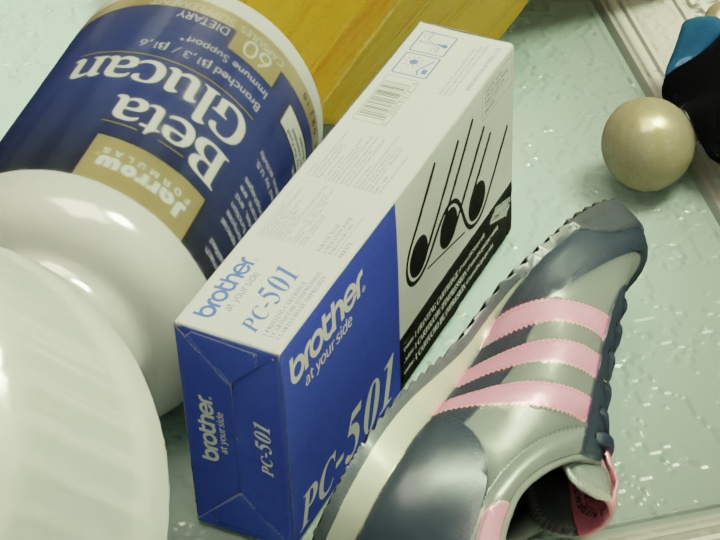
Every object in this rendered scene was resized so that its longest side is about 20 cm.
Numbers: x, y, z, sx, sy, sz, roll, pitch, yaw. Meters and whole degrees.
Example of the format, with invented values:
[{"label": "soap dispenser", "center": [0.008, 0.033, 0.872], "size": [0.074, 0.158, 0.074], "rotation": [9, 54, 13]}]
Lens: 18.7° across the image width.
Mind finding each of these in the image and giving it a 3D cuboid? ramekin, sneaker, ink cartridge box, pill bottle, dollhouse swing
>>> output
[{"label": "ramekin", "center": [-0.167, 0.070, 0.665], "size": [0.199, 0.098, 0.202], "rotation": [-5, 71, 15]}, {"label": "sneaker", "center": [0.066, 0.054, 0.780], "size": [0.082, 0.070, 0.200], "rotation": [33, 52, 13]}, {"label": "ink cartridge box", "center": [0.000, 0.000, 0.815], "size": [0.044, 0.094, 0.200], "rotation": [16, 42, 21]}, {"label": "pill bottle", "center": [-0.094, -0.012, 0.821], "size": [0.110, 0.112, 0.200], "rotation": [9, 41, 14]}, {"label": "dollhouse swing", "center": [0.022, -0.149, 1.041], "size": [0.182, 0.175, 0.200], "rotation": [-53, 49, 7]}]

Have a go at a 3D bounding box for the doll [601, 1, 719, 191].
[{"label": "doll", "center": [0.195, -0.077, 0.931], "size": [0.199, 0.049, 0.137], "rotation": [-16, 40, -16]}]
